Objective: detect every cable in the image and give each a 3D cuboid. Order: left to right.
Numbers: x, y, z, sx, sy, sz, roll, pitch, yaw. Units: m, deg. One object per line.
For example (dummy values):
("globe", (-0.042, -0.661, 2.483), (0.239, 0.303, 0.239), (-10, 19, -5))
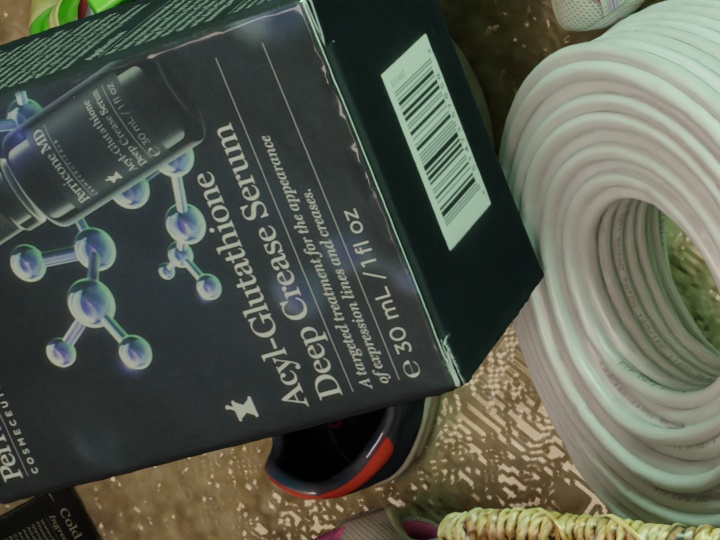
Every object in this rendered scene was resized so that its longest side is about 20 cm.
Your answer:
("cable", (0.123, 0.005, 1.090), (0.200, 0.069, 0.200), (47, 143, 34))

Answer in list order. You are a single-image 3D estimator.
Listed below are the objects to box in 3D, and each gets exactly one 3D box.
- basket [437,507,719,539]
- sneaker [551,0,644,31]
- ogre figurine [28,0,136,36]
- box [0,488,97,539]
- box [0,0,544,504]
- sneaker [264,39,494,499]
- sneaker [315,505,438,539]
("basket", (0.135, 0.134, 1.064), (0.142, 0.200, 0.149), (-28, 69, 11))
("sneaker", (0.036, -0.155, 1.125), (0.200, 0.081, 0.088), (34, 116, 18))
("ogre figurine", (-0.077, -0.095, 1.185), (0.120, 0.098, 0.201), (-44, 51, 40))
("box", (-0.220, 0.198, 1.310), (0.200, 0.182, 0.104), (-29, 89, 33))
("box", (-0.059, -0.021, 1.093), (0.199, 0.107, 0.149), (-16, 105, 26))
("sneaker", (0.000, 0.000, 1.186), (0.075, 0.084, 0.201), (13, 110, 26))
("sneaker", (0.000, 0.143, 1.217), (0.081, 0.088, 0.200), (51, 154, -23))
